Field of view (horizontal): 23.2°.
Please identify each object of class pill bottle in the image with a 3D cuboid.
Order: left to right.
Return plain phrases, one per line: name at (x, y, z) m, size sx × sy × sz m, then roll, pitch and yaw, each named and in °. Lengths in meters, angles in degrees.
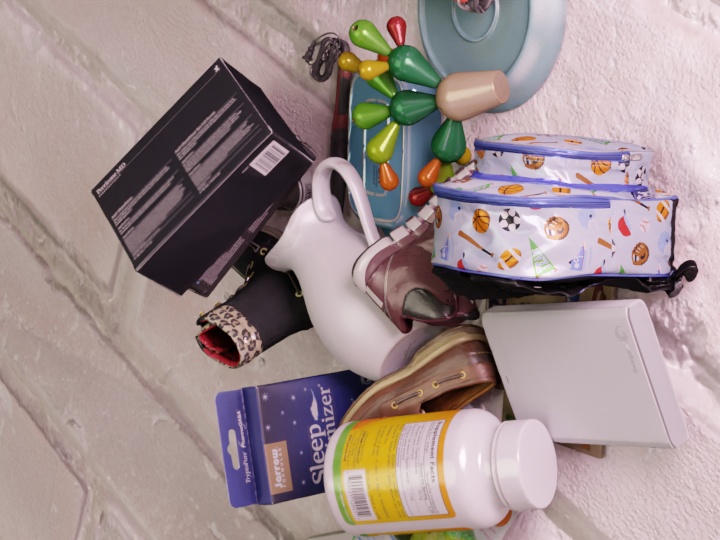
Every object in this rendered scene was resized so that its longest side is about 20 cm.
pill bottle at (0.076, 0.187, 1.637) m, size 0.200 × 0.111 × 0.111 m, roll -9°, pitch 89°, yaw 30°

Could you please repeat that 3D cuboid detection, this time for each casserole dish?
casserole dish at (0.029, -0.126, 1.783) m, size 0.121 × 0.039 × 0.200 m, roll 14°, pitch 108°, yaw 50°

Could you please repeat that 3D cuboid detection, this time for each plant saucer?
plant saucer at (0.116, -0.249, 1.664) m, size 0.200 × 0.027 × 0.200 m, roll 12°, pitch 106°, yaw 51°

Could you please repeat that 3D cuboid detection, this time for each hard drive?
hard drive at (0.196, 0.092, 1.569) m, size 0.200 × 0.026 × 0.132 m, roll -4°, pitch 109°, yaw 57°

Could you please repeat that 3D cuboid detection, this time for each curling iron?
curling iron at (-0.030, -0.151, 1.857) m, size 0.050 × 0.026 × 0.200 m, roll -2°, pitch 99°, yaw 15°

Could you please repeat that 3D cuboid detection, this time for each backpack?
backpack at (0.158, -0.043, 1.507) m, size 0.200 × 0.190 × 0.154 m, roll 1°, pitch 100°, yaw 50°

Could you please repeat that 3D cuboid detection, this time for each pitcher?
pitcher at (0.000, 0.000, 1.759) m, size 0.200 × 0.121 × 0.172 m, roll 49°, pitch 142°, yaw 30°

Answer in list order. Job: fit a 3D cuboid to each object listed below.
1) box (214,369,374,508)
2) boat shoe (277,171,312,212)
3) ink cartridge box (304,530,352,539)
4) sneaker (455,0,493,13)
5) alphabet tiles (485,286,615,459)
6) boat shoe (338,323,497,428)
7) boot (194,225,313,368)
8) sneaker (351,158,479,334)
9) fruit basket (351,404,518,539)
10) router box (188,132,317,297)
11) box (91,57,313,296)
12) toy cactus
box at (-0.054, 0.170, 1.801) m, size 0.032 × 0.200 × 0.121 m, roll -10°, pitch 88°, yaw 51°
boat shoe at (-0.135, -0.110, 1.969) m, size 0.200 × 0.064 × 0.071 m, roll 20°, pitch 111°, yaw 48°
ink cartridge box at (-0.033, 0.362, 1.928) m, size 0.200 × 0.048 × 0.146 m, roll -19°, pitch 80°, yaw 51°
sneaker at (0.084, -0.271, 1.623) m, size 0.200 × 0.077 × 0.082 m, roll -14°, pitch 91°, yaw 52°
alphabet tiles at (0.184, 0.080, 1.645) m, size 0.200 × 0.006 × 0.167 m, roll 16°, pitch 107°, yaw 50°
boat shoe at (0.055, 0.133, 1.721) m, size 0.200 × 0.072 × 0.068 m, roll -41°, pitch 55°, yaw 27°
boot at (-0.124, 0.026, 1.899) m, size 0.203 × 0.154 × 0.074 m, roll 29°, pitch 137°, yaw 44°
sneaker at (0.097, -0.015, 1.650) m, size 0.200 × 0.076 × 0.116 m, roll -41°, pitch 67°, yaw 12°
fruit basket at (0.073, 0.232, 1.738) m, size 0.185 × 0.094 × 0.200 m, roll 49°, pitch 122°, yaw 46°
router box at (-0.159, -0.092, 1.893) m, size 0.200 × 0.062 × 0.150 m, roll -52°, pitch 45°, yaw 3°
box at (-0.164, -0.096, 1.802) m, size 0.200 × 0.079 × 0.141 m, roll -44°, pitch 50°, yaw 11°
toy cactus at (0.068, -0.158, 1.665) m, size 0.165 × 0.102 × 0.200 m, roll -9°, pitch 110°, yaw 35°
